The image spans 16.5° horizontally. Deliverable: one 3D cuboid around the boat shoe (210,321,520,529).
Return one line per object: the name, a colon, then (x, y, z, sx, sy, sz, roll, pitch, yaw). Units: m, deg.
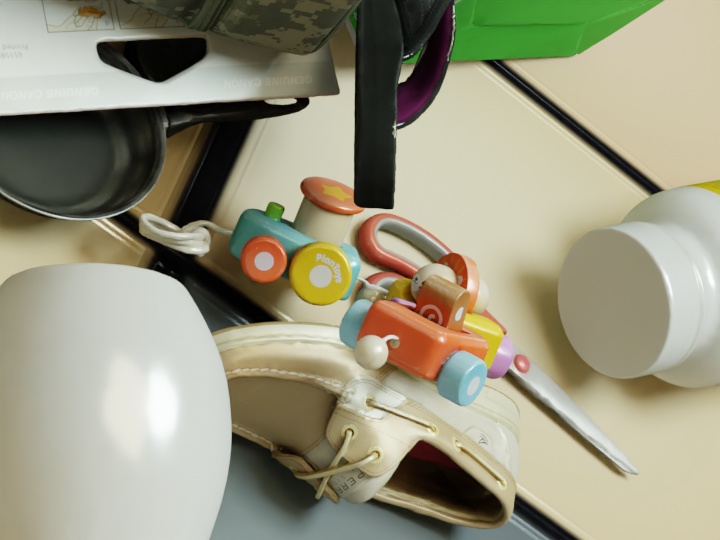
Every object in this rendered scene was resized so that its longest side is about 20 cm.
boat shoe: (0.001, 0.079, 1.194, 0.200, 0.074, 0.069, 16, 52, -33)

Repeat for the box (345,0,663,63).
box: (0.061, -0.212, 1.372, 0.200, 0.097, 0.177, -7, 72, -49)

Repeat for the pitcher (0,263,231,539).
pitcher: (-0.103, 0.109, 1.079, 0.171, 0.121, 0.200, 22, 63, -54)

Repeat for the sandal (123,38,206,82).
sandal: (-0.067, -0.164, 1.286, 0.075, 0.048, 0.201, 28, 52, -24)

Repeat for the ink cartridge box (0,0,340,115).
ink cartridge box: (-0.118, -0.157, 1.211, 0.200, 0.044, 0.174, -6, 79, -28)

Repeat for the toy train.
toy train: (0.000, 0.000, 1.159, 0.200, 0.056, 0.150, 28, 8, 32)

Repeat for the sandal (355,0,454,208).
sandal: (0.022, -0.104, 1.203, 0.048, 0.075, 0.201, 2, 45, 0)

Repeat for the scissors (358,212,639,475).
scissors: (0.077, 0.038, 1.319, 0.200, 0.014, 0.073, 29, 50, -22)

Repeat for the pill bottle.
pill bottle: (0.206, 0.004, 1.374, 0.200, 0.111, 0.111, -10, 74, -43)

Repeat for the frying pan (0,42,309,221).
frying pan: (-0.124, -0.085, 1.200, 0.115, 0.031, 0.190, 51, 47, 7)

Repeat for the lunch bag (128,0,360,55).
lunch bag: (-0.068, -0.215, 1.156, 0.167, 0.139, 0.200, 14, 70, -12)
